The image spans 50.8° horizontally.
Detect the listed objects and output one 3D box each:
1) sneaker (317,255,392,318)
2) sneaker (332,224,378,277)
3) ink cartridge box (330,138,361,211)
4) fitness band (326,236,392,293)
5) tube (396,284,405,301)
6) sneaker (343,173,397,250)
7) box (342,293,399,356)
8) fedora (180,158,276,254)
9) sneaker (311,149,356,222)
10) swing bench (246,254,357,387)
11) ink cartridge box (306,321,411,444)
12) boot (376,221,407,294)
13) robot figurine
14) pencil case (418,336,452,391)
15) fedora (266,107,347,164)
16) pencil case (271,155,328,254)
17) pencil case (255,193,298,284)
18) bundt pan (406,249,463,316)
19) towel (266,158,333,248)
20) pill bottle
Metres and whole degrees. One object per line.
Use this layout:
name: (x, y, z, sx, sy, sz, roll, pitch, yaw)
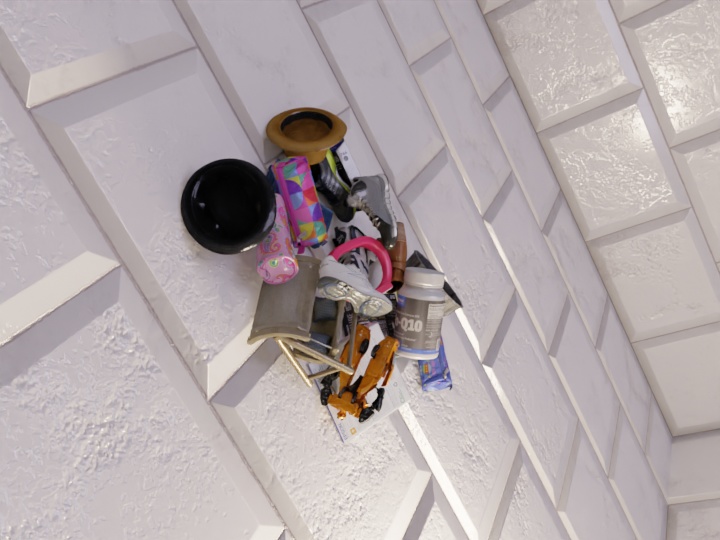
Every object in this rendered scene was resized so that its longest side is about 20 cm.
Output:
sneaker: (-0.006, 0.032, 1.555, 0.200, 0.074, 0.088, 34, 38, -38)
sneaker: (-0.032, -0.037, 1.795, 0.130, 0.079, 0.199, 51, 44, -14)
ink cartridge box: (-0.039, -0.240, 1.870, 0.039, 0.099, 0.201, -28, 99, -21)
fitness band: (0.000, 0.000, 1.728, 0.199, 0.037, 0.144, -26, 86, -46)
tube: (0.116, 0.073, 1.938, 0.200, 0.051, 0.059, -99, -157, -75)
sneaker: (0.017, -0.136, 1.787, 0.114, 0.075, 0.202, -1, 62, -18)
box: (0.034, 0.138, 1.821, 0.199, 0.049, 0.159, -1, 75, -57)
fedora: (-0.249, -0.112, 1.464, 0.092, 0.199, 0.202, 85, -1, -69)
sneaker: (-0.081, -0.201, 1.822, 0.081, 0.074, 0.201, -33, 94, -50)
swing bench: (-0.109, 0.095, 1.542, 0.200, 0.129, 0.200, 43, 38, -36)
ink cartridge box: (-0.006, 0.246, 1.676, 0.199, 0.043, 0.198, -27, 98, -26)
boot: (0.083, -0.015, 1.897, 0.076, 0.200, 0.157, 3, 71, -10)
robot figurine: (0.001, 0.223, 1.601, 0.201, 0.144, 0.058, -65, 159, -10)
pencil case: (0.188, 0.217, 1.982, 0.077, 0.087, 0.202, 7, 65, -32)
fedora: (-0.125, -0.303, 1.755, 0.201, 0.199, 0.082, -65, 165, -48)
pencil case: (-0.129, -0.143, 1.623, 0.088, 0.088, 0.202, -37, 115, -57)
pencil case: (-0.181, -0.068, 1.532, 0.087, 0.087, 0.201, 34, 28, -43)
bundt pan: (0.184, 0.045, 2.024, 0.202, 0.076, 0.202, 47, 10, -11)
towel: (-0.141, -0.148, 1.709, 0.200, 0.048, 0.112, 48, 39, -32)
pill bottle: (0.140, 0.099, 1.783, 0.113, 0.113, 0.202, -4, 102, -57)
